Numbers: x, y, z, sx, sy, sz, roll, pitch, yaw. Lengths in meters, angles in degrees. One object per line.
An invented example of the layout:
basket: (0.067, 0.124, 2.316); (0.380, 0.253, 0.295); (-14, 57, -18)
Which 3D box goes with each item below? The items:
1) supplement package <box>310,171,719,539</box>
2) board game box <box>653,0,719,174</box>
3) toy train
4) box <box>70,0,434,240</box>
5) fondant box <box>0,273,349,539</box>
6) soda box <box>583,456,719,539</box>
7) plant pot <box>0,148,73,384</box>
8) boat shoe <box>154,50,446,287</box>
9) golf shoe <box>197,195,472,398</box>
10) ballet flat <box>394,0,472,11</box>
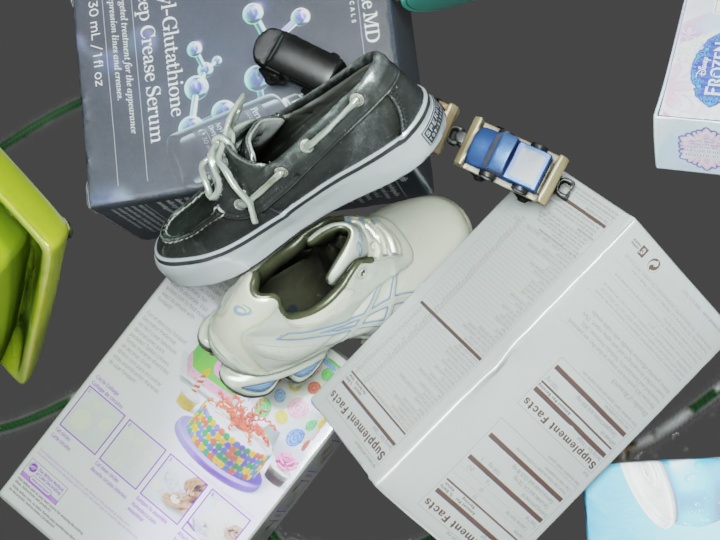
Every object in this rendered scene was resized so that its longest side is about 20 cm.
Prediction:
supplement package: (0.090, 0.056, 0.919); (0.200, 0.114, 0.110); (-46, 120, 1)
board game box: (0.265, -0.126, 0.818); (0.199, 0.041, 0.200); (8, 53, 17)
toy train: (0.028, -0.088, 0.900); (0.200, 0.046, 0.034); (26, 85, 11)
box: (-0.066, -0.113, 1.000); (0.200, 0.107, 0.149); (-9, 79, 9)
fondant box: (-0.104, 0.105, 0.996); (0.144, 0.058, 0.200); (38, 90, 14)
soda box: (0.230, 0.140, 0.923); (0.200, 0.064, 0.068); (-5, 80, 9)
plant pot: (-0.294, 0.001, 0.966); (0.181, 0.199, 0.200); (-35, 74, -33)
boat shoe: (-0.050, -0.056, 0.874); (0.199, 0.068, 0.074); (-24, 38, 35)
golf shoe: (0.000, 0.000, 0.939); (0.200, 0.097, 0.078); (-33, 72, -32)
ballet flat: (0.095, -0.205, 0.976); (0.200, 0.072, 0.072); (-15, 76, -26)
